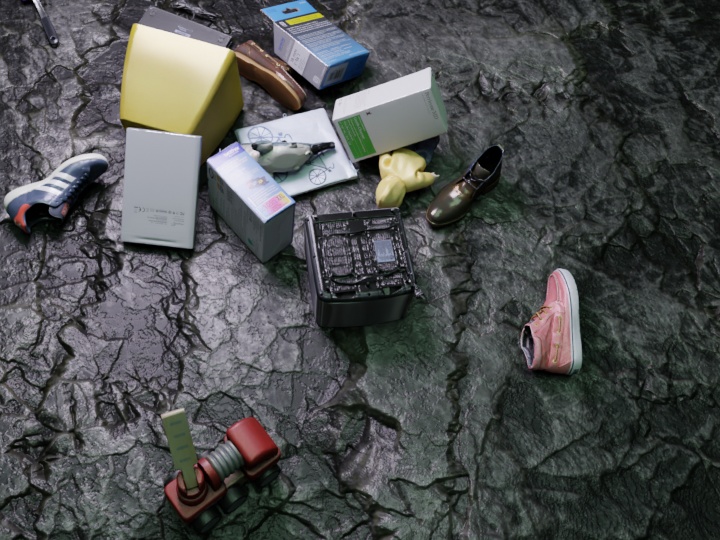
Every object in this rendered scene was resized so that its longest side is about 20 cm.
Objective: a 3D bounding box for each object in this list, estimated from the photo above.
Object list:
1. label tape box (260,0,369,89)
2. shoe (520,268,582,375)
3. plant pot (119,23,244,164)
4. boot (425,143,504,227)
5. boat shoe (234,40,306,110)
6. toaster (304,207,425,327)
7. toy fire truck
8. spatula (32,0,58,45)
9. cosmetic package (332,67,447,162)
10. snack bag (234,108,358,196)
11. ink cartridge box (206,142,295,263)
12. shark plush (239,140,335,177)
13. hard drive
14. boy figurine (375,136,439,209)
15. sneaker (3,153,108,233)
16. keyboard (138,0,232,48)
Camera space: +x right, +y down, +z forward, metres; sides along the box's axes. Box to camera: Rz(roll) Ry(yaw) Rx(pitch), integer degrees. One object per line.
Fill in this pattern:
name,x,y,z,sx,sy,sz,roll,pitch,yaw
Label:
label tape box,-0.101,-0.472,1.747,0.200,0.064,0.144,42,42,16
shoe,0.335,0.086,1.496,0.090,0.072,0.202,5,64,-10
plant pot,-0.348,-0.312,1.586,0.198,0.200,0.178,16,71,2
boot,0.201,-0.167,1.613,0.075,0.097,0.200,41,64,17
boat shoe,-0.179,-0.407,1.721,0.200,0.071,0.070,40,64,15
toaster,0.000,0.000,1.480,0.179,0.119,0.202,-7,60,-10
toy fire truck,-0.217,0.273,1.249,0.175,0.201,0.129,-33,69,-23
spatula,-0.673,-0.546,1.771,0.056,0.021,0.201,-28,69,-7
cosmetic package,0.058,-0.297,1.612,0.198,0.108,0.085,-16,37,18
snack bag,-0.127,-0.230,1.654,0.198,0.021,0.190,-19,65,-16
ink cartridge box,-0.209,-0.133,1.521,0.076,0.137,0.200,-37,70,-26
shark plush,-0.146,-0.237,1.610,0.198,0.091,0.083,-22,35,-13
hard drive,-0.356,-0.146,1.501,0.131,0.027,0.202,6,103,-2
boy figurine,0.091,-0.194,1.635,0.123,0.065,0.201,23,61,7
sneaker,-0.538,-0.134,1.524,0.199,0.075,0.085,-33,67,-12
keyboard,-0.367,-0.518,1.794,0.198,0.021,0.128,23,66,5
